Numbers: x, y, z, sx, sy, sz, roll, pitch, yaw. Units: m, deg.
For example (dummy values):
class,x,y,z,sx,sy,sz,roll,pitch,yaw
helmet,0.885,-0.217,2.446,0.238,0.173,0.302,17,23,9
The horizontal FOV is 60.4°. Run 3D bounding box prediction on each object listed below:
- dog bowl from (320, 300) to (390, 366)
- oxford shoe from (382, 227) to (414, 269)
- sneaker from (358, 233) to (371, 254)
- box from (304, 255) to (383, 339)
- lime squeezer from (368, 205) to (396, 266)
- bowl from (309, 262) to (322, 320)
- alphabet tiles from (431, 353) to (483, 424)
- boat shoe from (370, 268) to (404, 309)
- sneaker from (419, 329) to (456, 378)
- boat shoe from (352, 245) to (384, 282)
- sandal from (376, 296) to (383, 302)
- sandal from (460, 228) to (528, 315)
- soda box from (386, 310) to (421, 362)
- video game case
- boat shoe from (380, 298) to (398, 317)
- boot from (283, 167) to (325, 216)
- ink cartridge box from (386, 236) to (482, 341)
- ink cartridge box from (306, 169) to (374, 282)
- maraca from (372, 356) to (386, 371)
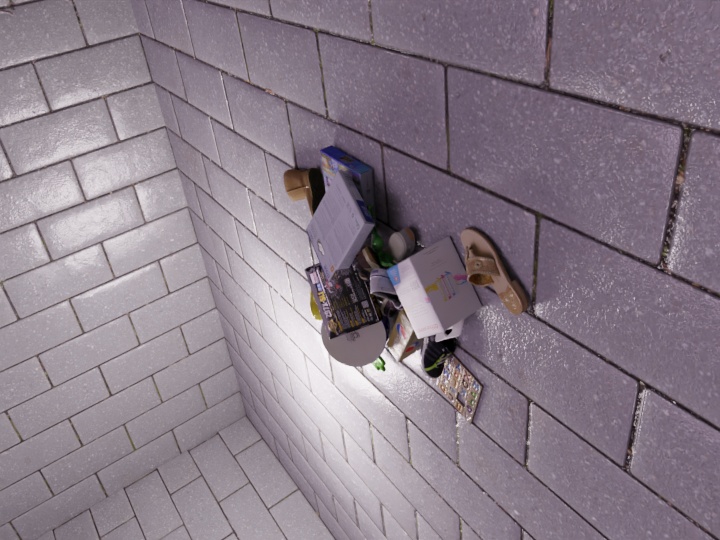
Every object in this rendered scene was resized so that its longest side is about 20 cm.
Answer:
class,x,y,z,sx,sy,sz,roll,pitch,yaw
dog bowl,-0.015,0.167,1.765,0.079,0.193,0.206,-67,-36,-66
oxford shoe,0.095,-0.045,1.557,0.076,0.057,0.201,54,158,14
sneaker,-0.029,-0.131,1.629,0.200,0.074,0.090,43,131,36
box,-0.044,0.062,1.653,0.156,0.049,0.206,-20,94,22
lime squeezer,0.055,-0.055,1.506,0.204,0.037,0.071,61,160,6
bowl,-0.066,0.060,1.862,0.104,0.202,0.205,12,131,18
alphabet tiles,0.238,0.281,1.617,0.200,0.007,0.170,47,149,34
boat shoe,0.099,0.062,1.497,0.073,0.196,0.067,-26,48,53
sneaker,0.197,0.196,1.540,0.082,0.070,0.206,31,135,45
boat shoe,0.023,-0.006,1.579,0.075,0.063,0.200,66,-175,25
sandal,0.001,0.001,1.701,0.209,0.071,0.078,35,175,13
sandal,0.251,0.007,1.261,0.214,0.068,0.078,55,153,21
soda box,0.129,0.163,1.656,0.065,0.066,0.202,53,152,22
video game case,-0.031,-0.216,1.666,0.199,0.045,0.186,38,145,45
boat shoe,0.104,0.073,1.624,0.065,0.071,0.202,42,146,17
boot,-0.166,-0.229,1.908,0.198,0.064,0.182,7,106,61
ink cartridge box,0.172,0.053,1.410,0.205,0.123,0.128,64,155,0
ink cartridge box,-0.055,-0.111,1.564,0.202,0.042,0.199,-57,43,34
maraca,0.017,0.220,1.886,0.204,0.106,0.137,60,162,-9
